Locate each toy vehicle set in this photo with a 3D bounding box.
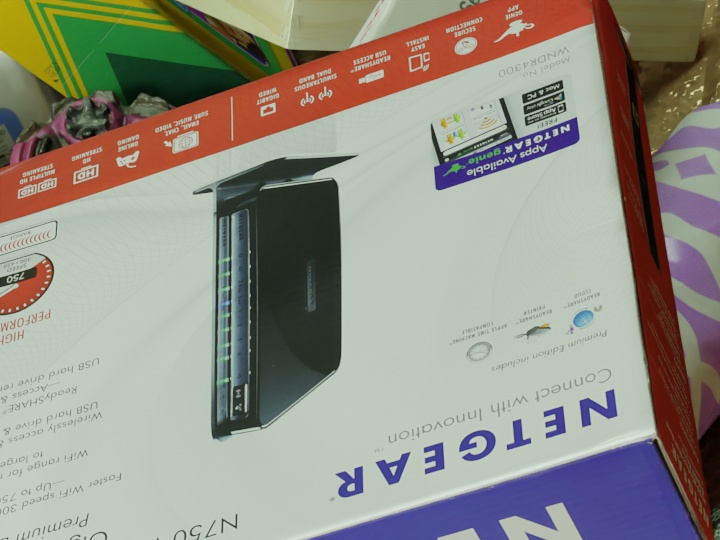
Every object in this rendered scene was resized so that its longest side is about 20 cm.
[{"bbox_3d":[0.025,-0.114,1.082,0.200,0.027,0.124,-2,18,-34],"label":"toy vehicle set"}]

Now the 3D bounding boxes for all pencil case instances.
[{"bbox_3d":[0.096,0.032,0.903,0.200,0.085,0.084,-49,-5,-25],"label":"pencil case"}]

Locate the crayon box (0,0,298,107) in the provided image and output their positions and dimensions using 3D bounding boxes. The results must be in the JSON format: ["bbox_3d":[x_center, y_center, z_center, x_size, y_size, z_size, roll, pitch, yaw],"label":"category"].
[{"bbox_3d":[-0.110,-0.123,1.173,0.058,0.172,0.200,-48,31,13],"label":"crayon box"}]

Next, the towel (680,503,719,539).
[{"bbox_3d":[0.065,0.113,0.742,0.192,0.200,0.035,-38,74,-10],"label":"towel"}]

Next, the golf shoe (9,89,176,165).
[{"bbox_3d":[-0.037,-0.026,1.083,0.200,0.092,0.073,4,59,9],"label":"golf shoe"}]

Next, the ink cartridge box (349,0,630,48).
[{"bbox_3d":[0.000,0.000,0.918,0.200,0.084,0.146,-54,9,49],"label":"ink cartridge box"}]

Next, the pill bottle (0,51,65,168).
[{"bbox_3d":[-0.221,-0.045,1.221,0.200,0.114,0.114,-24,34,10],"label":"pill bottle"}]

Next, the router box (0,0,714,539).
[{"bbox_3d":[-0.015,0.020,0.717,0.200,0.049,0.180,-18,42,13],"label":"router box"}]
